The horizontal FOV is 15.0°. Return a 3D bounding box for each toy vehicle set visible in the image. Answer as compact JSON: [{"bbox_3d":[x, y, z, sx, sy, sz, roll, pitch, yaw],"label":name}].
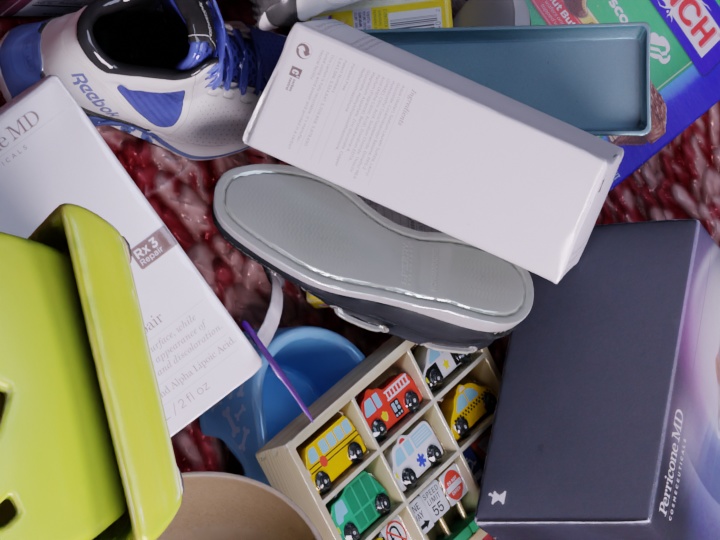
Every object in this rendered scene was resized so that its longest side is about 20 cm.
[{"bbox_3d":[0.028,0.113,1.597,0.200,0.026,0.125,-39,105,-49],"label":"toy vehicle set"}]

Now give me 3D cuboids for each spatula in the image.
[{"bbox_3d":[-0.052,0.017,1.577,0.057,0.020,0.200,56,15,-34],"label":"spatula"}]

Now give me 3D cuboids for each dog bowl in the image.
[{"bbox_3d":[-0.029,0.126,1.600,0.111,0.050,0.201,1,75,-35],"label":"dog bowl"}]

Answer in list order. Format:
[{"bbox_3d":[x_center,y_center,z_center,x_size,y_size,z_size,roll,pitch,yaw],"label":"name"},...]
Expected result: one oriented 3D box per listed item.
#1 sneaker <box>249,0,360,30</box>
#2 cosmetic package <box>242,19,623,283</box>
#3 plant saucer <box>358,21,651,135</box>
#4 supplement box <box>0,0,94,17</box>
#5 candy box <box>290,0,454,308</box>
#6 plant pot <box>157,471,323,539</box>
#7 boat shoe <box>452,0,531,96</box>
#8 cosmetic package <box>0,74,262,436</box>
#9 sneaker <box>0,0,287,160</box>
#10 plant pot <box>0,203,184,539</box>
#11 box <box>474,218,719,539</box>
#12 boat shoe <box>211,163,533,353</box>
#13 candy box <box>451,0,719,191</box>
[{"bbox_3d":[-0.013,-0.191,1.622,0.200,0.080,0.074,-48,137,-64],"label":"sneaker"},{"bbox_3d":[0.046,-0.072,1.583,0.199,0.113,0.081,26,100,9],"label":"cosmetic package"},{"bbox_3d":[0.076,-0.112,1.650,0.199,0.019,0.070,-1,79,8],"label":"plant saucer"},{"bbox_3d":[-0.129,-0.235,1.553,0.103,0.200,0.132,0,75,-35],"label":"supplement box"},{"bbox_3d":[0.012,-0.080,1.675,0.026,0.102,0.201,50,35,-71],"label":"candy box"},{"bbox_3d":[-0.084,0.228,1.462,0.135,0.199,0.201,60,44,-47],"label":"plant pot"},{"bbox_3d":[0.077,-0.076,1.709,0.063,0.071,0.201,8,97,-41],"label":"boat shoe"},{"bbox_3d":[-0.153,0.000,1.519,0.102,0.074,0.200,-38,100,-7],"label":"cosmetic package"},{"bbox_3d":[-0.100,-0.120,1.587,0.199,0.115,0.081,2,75,-39],"label":"sneaker"},{"bbox_3d":[-0.201,0.074,1.372,0.181,0.199,0.201,-12,84,-17],"label":"plant pot"},{"bbox_3d":[0.178,0.104,1.662,0.198,0.123,0.201,44,51,-48],"label":"box"},{"bbox_3d":[0.000,0.000,1.584,0.199,0.060,0.076,24,56,-11],"label":"boat shoe"},{"bbox_3d":[0.155,-0.154,1.804,0.200,0.077,0.169,-38,97,-38],"label":"candy box"}]
